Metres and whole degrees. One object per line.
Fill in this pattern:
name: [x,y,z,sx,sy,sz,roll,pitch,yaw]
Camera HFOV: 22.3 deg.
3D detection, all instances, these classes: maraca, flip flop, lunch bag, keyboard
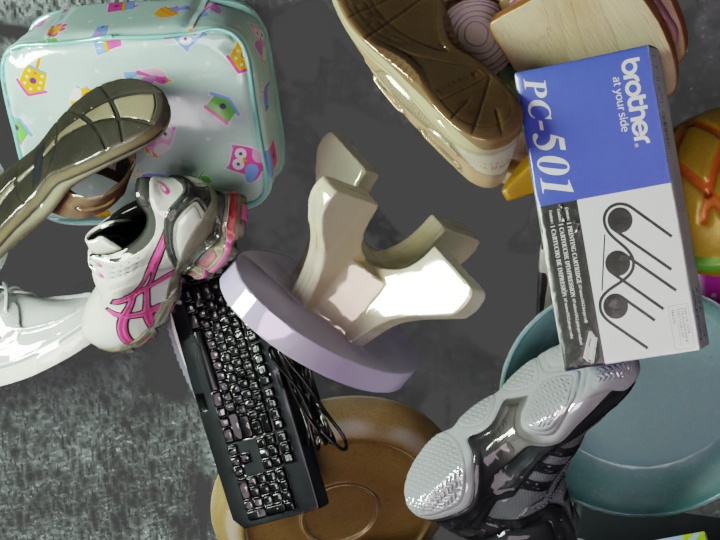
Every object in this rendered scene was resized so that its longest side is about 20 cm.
maraca: [0.280,-0.060,1.255,0.198,0.138,0.107,-14,141,9]
flip flop: [-0.199,-0.064,1.284,0.057,0.081,0.200,35,124,-30]
lunch bag: [-0.158,-0.112,1.333,0.198,0.077,0.162,-3,119,13]
keyboard: [-0.078,0.087,1.355,0.103,0.040,0.202,-17,91,12]

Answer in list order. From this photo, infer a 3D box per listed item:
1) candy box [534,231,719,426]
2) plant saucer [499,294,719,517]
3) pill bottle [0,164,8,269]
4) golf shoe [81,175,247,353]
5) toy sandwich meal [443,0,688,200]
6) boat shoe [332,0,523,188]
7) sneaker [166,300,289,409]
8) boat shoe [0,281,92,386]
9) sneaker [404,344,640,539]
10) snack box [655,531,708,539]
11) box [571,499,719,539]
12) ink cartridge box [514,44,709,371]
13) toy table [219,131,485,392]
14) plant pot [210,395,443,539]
candy box: [0.228,0.039,1.345,0.198,0.061,0.137,5,118,7]
plant saucer: [0.201,0.087,1.320,0.198,0.036,0.202,5,119,9]
pill bottle: [-0.373,-0.041,1.383,0.198,0.116,0.117,0,115,10]
golf shoe: [-0.163,-0.010,1.319,0.092,0.073,0.200,20,139,-25]
toy sandwich meal: [0.131,-0.138,1.273,0.203,0.070,0.207,4,115,8]
boat shoe: [0.038,-0.138,1.253,0.071,0.201,0.065,-23,148,-18]
sneaker: [-0.078,0.097,1.421,0.081,0.070,0.201,-17,112,20]
boat shoe: [-0.285,0.046,1.441,0.199,0.072,0.069,-15,112,26]
sneaker: [0.135,0.133,1.300,0.200,0.076,0.114,-37,118,20]
snack box: [0.167,0.281,1.336,0.198,0.068,0.169,-12,134,4]
box: [0.255,0.269,1.439,0.198,0.079,0.142,8,120,6]
ink cartridge box: [0.167,-0.041,1.211,0.093,0.044,0.202,-10,89,20]
toy table: [0.000,0.000,1.314,0.184,0.200,0.117,46,107,21]
plant pot: [-0.018,0.184,1.433,0.198,0.028,0.201,-8,127,-10]
